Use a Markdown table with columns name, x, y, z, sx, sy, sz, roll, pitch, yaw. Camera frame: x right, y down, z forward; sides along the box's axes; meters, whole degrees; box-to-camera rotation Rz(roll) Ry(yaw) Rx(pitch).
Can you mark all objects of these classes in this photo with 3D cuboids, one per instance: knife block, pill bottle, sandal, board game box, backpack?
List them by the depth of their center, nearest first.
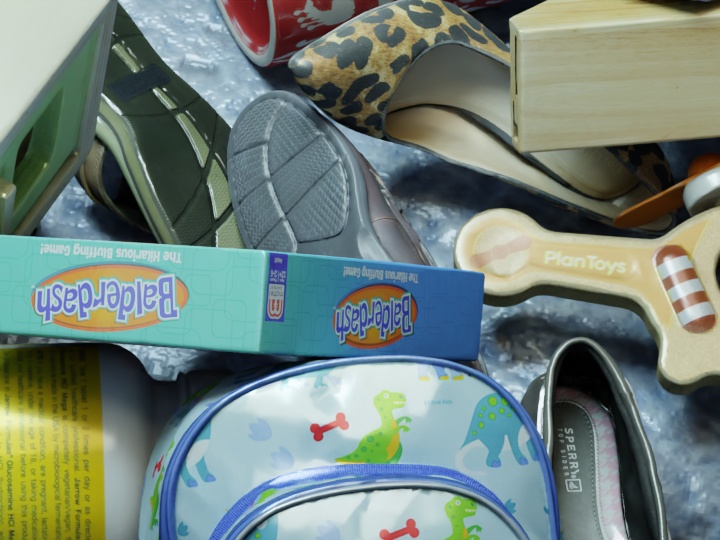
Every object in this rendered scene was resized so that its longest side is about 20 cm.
| name | x | y | z | sx | sy | sz | roll | pitch | yaw |
| --- | --- | --- | --- | --- | --- | --- | --- | --- | --- |
| backpack | 0.001 | 0.134 | 1.164 | 0.183 | 0.147 | 0.200 | -4 | 87 | -9 |
| board game box | -0.057 | 0.013 | 1.254 | 0.152 | 0.200 | 0.045 | 4 | 89 | 29 |
| pill bottle | -0.153 | 0.089 | 1.261 | 0.200 | 0.112 | 0.112 | -1 | 50 | -7 |
| knife block | 0.190 | -0.102 | 1.374 | 0.175 | 0.064 | 0.200 | 13 | 26 | 34 |
| sandal | -0.116 | -0.066 | 1.429 | 0.080 | 0.057 | 0.201 | -17 | 66 | -49 |

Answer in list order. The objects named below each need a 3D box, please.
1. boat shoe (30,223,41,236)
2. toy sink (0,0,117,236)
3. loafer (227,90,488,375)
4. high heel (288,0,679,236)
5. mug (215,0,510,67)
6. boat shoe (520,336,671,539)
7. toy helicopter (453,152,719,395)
| name | x | y | z | sx | sy | sz | roll | pitch | yaw |
| --- | --- | --- | --- | --- | --- | --- | --- | --- | --- |
| boat shoe | -0.190 | -0.030 | 1.396 | 0.071 | 0.070 | 0.201 | 24 | 50 | -7 |
| toy sink | -0.202 | -0.046 | 1.279 | 0.112 | 0.130 | 0.200 | 28 | 54 | 7 |
| loafer | 0.000 | 0.000 | 1.385 | 0.072 | 0.063 | 0.200 | -41 | 59 | 16 |
| high heel | 0.066 | -0.068 | 1.401 | 0.200 | 0.071 | 0.143 | 1 | 36 | -48 |
| mug | 0.018 | -0.207 | 1.499 | 0.200 | 0.178 | 0.133 | -20 | 21 | -16 |
| boat shoe | 0.107 | 0.119 | 1.297 | 0.067 | 0.057 | 0.200 | -3 | 50 | -8 |
| toy helicopter | 0.145 | -0.006 | 1.370 | 0.200 | 0.079 | 0.132 | 7 | 69 | 3 |
